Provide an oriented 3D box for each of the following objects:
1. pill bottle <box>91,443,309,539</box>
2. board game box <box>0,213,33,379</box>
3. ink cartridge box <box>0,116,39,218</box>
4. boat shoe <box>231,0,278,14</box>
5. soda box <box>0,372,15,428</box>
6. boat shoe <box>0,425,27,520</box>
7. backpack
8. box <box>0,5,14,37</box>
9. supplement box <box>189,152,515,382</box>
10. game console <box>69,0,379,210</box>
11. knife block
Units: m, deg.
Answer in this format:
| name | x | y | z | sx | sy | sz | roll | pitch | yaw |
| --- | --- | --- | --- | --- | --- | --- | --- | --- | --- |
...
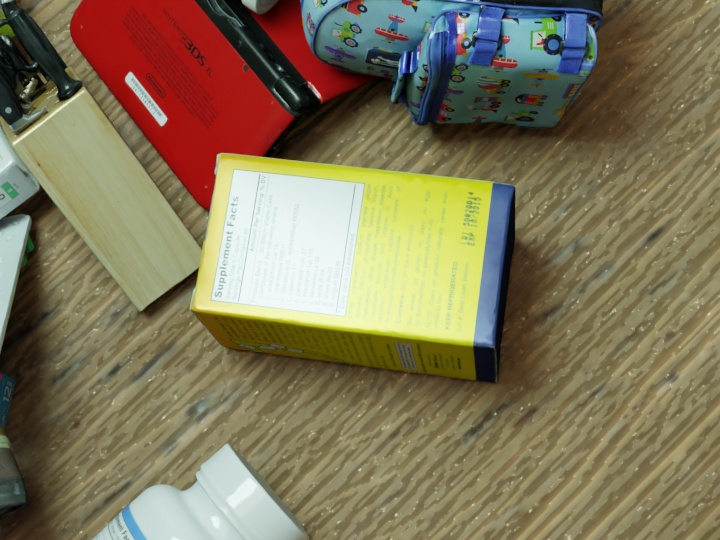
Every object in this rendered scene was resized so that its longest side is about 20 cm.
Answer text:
| name | x | y | z | sx | sy | sz | roll | pitch | yaw |
| --- | --- | --- | --- | --- | --- | --- | --- | --- | --- |
| pill bottle | -0.130 | 0.209 | 0.873 | 0.200 | 0.112 | 0.112 | -42 | 73 | -6 |
| board game box | -0.324 | 0.044 | 0.928 | 0.197 | 0.026 | 0.201 | -14 | 32 | 3 |
| ink cartridge box | -0.349 | -0.064 | 0.997 | 0.199 | 0.050 | 0.161 | -37 | 59 | -1 |
| boat shoe | -0.050 | -0.262 | 0.994 | 0.060 | 0.074 | 0.201 | 28 | 57 | 8 |
| soda box | -0.295 | 0.161 | 0.932 | 0.067 | 0.064 | 0.203 | 7 | 75 | 9 |
| boat shoe | -0.301 | 0.170 | 0.858 | 0.199 | 0.073 | 0.065 | -33 | 68 | -3 |
| backpack | 0.048 | -0.177 | 0.913 | 0.197 | 0.183 | 0.137 | 3 | 78 | -8 |
| box | -0.357 | -0.196 | 1.002 | 0.198 | 0.048 | 0.123 | -19 | 73 | 6 |
| supplement box | 0.000 | 0.000 | 0.919 | 0.197 | 0.110 | 0.110 | 7 | 74 | 8 |
| game console | -0.090 | -0.171 | 1.028 | 0.173 | 0.118 | 0.201 | -48 | 71 | 25 |
| knife block | -0.197 | -0.085 | 0.933 | 0.064 | 0.176 | 0.201 | -36 | 73 | -4 |
